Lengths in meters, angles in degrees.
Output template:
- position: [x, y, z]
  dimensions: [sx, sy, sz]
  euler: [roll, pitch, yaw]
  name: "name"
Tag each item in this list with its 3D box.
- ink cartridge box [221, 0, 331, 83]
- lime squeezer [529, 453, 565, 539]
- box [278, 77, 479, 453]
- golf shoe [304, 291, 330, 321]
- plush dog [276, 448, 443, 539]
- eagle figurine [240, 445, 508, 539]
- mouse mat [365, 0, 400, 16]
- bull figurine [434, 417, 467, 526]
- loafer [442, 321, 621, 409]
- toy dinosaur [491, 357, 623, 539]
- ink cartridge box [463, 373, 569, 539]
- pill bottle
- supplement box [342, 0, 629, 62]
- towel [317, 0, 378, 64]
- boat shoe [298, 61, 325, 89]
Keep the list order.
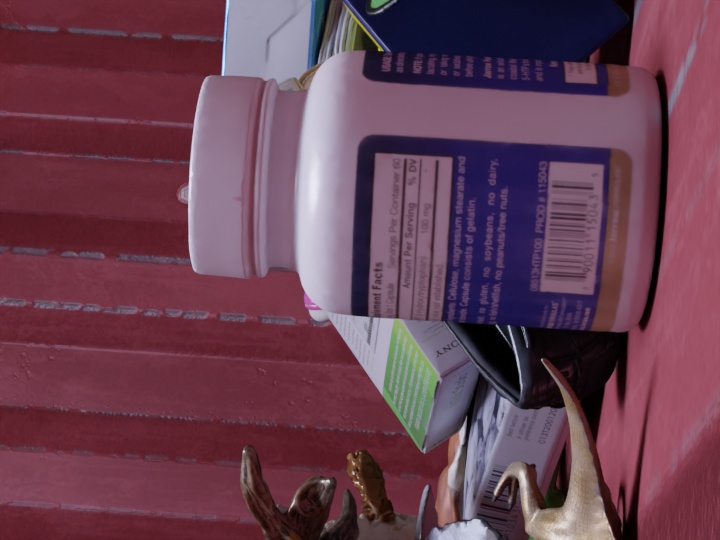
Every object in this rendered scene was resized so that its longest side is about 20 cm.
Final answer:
- position: [-0.035, -0.149, 1.393]
  dimensions: [0.200, 0.068, 0.116]
  euler: [-31, -53, -70]
  name: "ink cartridge box"
- position: [0.109, 0.145, 1.189]
  dimensions: [0.200, 0.038, 0.071]
  euler: [90, -176, -53]
  name: "lime squeezer"
- position: [0.000, 0.000, 1.132]
  dimensions: [0.200, 0.036, 0.144]
  euler: [57, 166, 17]
  name: "box"
- position: [0.055, 0.033, 1.362]
  dimensions: [0.075, 0.200, 0.092]
  euler: [-1, 93, 64]
  name: "golf shoe"
- position: [-0.008, 0.209, 1.073]
  dimensions: [0.172, 0.200, 0.161]
  euler: [-57, 48, 44]
  name: "plush dog"
- position: [0.027, 0.184, 0.880]
  dimensions: [0.151, 0.200, 0.152]
  euler: [-60, -36, -3]
  name: "eagle figurine"
- position: [0.076, -0.222, 0.948]
  dimensions: [0.200, 0.008, 0.161]
  euler: [-38, 27, 32]
  name: "mouse mat"
- position: [0.094, 0.098, 1.265]
  dimensions: [0.200, 0.065, 0.121]
  euler: [-72, -10, -48]
  name: "bull figurine"
- position: [0.047, -0.011, 0.958]
  dimensions: [0.201, 0.070, 0.068]
  euler: [51, 140, 28]
  name: "loafer"
- position: [0.100, 0.119, 0.858]
  dimensions: [0.101, 0.058, 0.200]
  euler: [-130, 34, -71]
  name: "toy dinosaur"
- position: [0.099, 0.024, 1.105]
  dimensions: [0.200, 0.043, 0.198]
  euler: [-83, 5, -50]
  name: "ink cartridge box"
- position: [0.028, -0.037, 0.860]
  dimensions: [0.120, 0.200, 0.120]
  euler: [4, -90, -88]
  name: "pill bottle"
- position: [0.067, -0.142, 1.082]
  dimensions: [0.110, 0.109, 0.200]
  euler: [50, -176, -2]
  name: "supplement box"
- position: [0.010, -0.149, 1.382]
  dimensions: [0.200, 0.024, 0.147]
  euler: [49, -129, -70]
  name: "towel"
- position: [0.016, -0.077, 1.144]
  dimensions: [0.200, 0.074, 0.069]
  euler: [47, 175, 42]
  name: "boat shoe"
